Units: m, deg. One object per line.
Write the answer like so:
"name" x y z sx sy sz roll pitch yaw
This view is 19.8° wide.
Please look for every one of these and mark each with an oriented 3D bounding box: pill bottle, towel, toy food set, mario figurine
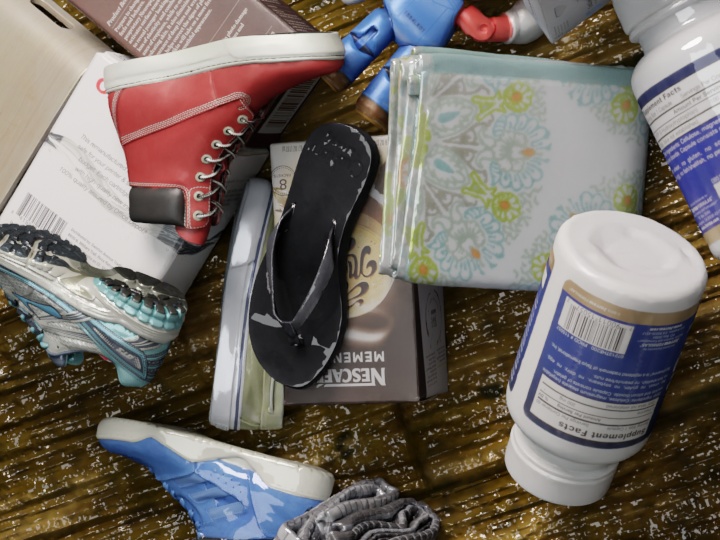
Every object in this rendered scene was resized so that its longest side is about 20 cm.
"pill bottle" 0.168 0.067 1.482 0.111 0.111 0.201 26 124 17
"towel" 0.113 -0.072 1.514 0.199 0.048 0.172 3 97 -12
"pill bottle" 0.261 -0.121 1.452 0.119 0.120 0.201 -27 83 18
"toy food set" -0.297 -0.130 1.698 0.143 0.060 0.200 40 103 26
"towel" -0.023 0.249 1.533 0.085 0.200 0.166 31 103 15
"mario figurine" 0.059 -0.199 1.551 0.200 0.123 0.106 -46 39 4

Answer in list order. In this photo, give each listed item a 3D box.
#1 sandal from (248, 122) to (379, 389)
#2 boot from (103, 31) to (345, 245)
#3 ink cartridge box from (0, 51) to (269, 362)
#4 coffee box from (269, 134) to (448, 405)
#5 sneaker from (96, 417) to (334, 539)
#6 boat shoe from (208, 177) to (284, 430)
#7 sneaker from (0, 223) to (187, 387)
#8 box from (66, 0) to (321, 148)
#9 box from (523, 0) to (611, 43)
"sandal" -0.042 -0.012 1.526 0.076 0.043 0.201 14 97 21
"boot" -0.091 -0.097 1.525 0.199 0.072 0.145 -10 89 28
"ink cartridge box" -0.187 -0.052 1.640 0.145 0.084 0.200 36 104 14
"coffee box" 0.000 0.000 1.578 0.113 0.080 0.201 -3 91 19
"sneaker" -0.127 0.187 1.631 0.199 0.077 0.112 15 88 12
"boat shoe" -0.078 0.028 1.623 0.062 0.072 0.201 7 99 -5
"sneaker" -0.234 0.027 1.577 0.199 0.078 0.087 24 105 16
"box" -0.124 -0.194 1.620 0.200 0.075 0.100 40 105 12
"box" 0.199 -0.246 1.437 0.200 0.156 0.041 -36 79 4
